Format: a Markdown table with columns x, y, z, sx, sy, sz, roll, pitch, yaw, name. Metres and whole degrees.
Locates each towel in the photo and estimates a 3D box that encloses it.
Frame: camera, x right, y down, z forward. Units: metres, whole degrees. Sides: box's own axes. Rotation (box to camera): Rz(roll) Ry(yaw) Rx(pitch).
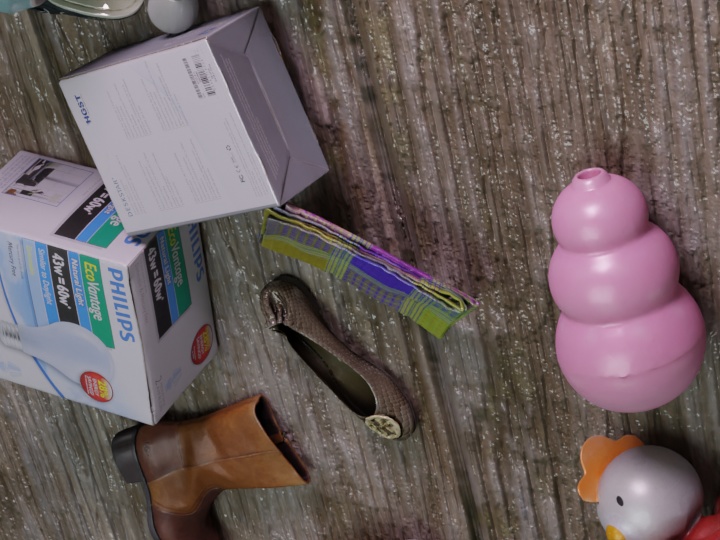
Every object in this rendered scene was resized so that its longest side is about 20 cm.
| x | y | z | sx | sy | sz | roll | pitch | yaw | name |
| --- | --- | --- | --- | --- | --- | --- | --- | --- | --- |
| 0.000 | 0.000 | 1.823 | 0.199 | 0.023 | 0.144 | 28 | 167 | -4 | towel |

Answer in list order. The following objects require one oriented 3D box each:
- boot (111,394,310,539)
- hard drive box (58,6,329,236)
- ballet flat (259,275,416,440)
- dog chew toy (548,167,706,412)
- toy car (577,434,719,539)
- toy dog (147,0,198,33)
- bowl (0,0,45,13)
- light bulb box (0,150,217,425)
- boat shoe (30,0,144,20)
| x | y | z | sx | sy | sz | roll | pitch | yaw | name |
| --- | --- | --- | --- | --- | --- | --- | --- | --- | --- |
| -0.132 | 0.218 | 2.134 | 0.199 | 0.069 | 0.189 | -14 | 110 | 31 | boot |
| -0.146 | -0.125 | 1.798 | 0.199 | 0.077 | 0.157 | -8 | 111 | 43 | hard drive box |
| -0.025 | 0.090 | 1.952 | 0.200 | 0.046 | 0.067 | 50 | 136 | -12 | ballet flat |
| 0.208 | 0.012 | 1.693 | 0.124 | 0.125 | 0.201 | -2 | 116 | 34 | dog chew toy |
| 0.259 | 0.228 | 1.813 | 0.200 | 0.177 | 0.185 | 39 | 150 | 16 | toy car |
| -0.121 | -0.275 | 1.698 | 0.132 | 0.096 | 0.200 | 51 | 150 | -18 | toy dog |
| -0.281 | -0.290 | 1.697 | 0.105 | 0.201 | 0.201 | 29 | 136 | -2 | bowl |
| -0.259 | 0.015 | 1.983 | 0.199 | 0.125 | 0.199 | 14 | 132 | 24 | light bulb box |
| -0.274 | -0.257 | 1.811 | 0.198 | 0.075 | 0.066 | 16 | 161 | 9 | boat shoe |
